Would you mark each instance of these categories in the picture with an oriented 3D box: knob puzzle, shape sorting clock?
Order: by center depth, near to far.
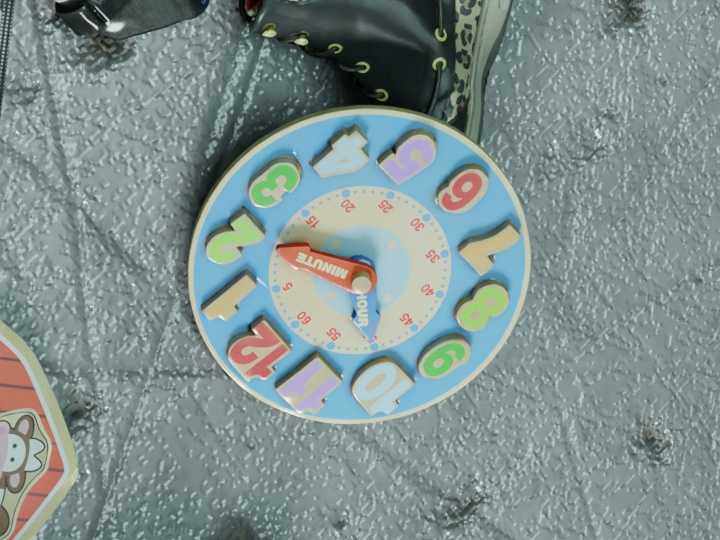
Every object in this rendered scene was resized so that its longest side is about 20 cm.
[{"bbox_3d":[-0.239,0.102,1.576,0.219,0.030,0.220,-5,100,-32],"label":"knob puzzle"},{"bbox_3d":[0.000,0.000,1.668,0.200,0.039,0.200,-2,118,-4],"label":"shape sorting clock"}]

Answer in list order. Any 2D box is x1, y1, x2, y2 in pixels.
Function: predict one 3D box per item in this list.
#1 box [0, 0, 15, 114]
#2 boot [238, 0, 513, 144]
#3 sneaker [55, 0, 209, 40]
[{"bbox_3d":[-0.268,-0.086,1.512,0.160,0.044,0.200,8,89,-33],"label":"box"},{"bbox_3d":[-0.003,-0.116,1.675,0.153,0.073,0.204,12,99,-25],"label":"boot"},{"bbox_3d":[-0.097,-0.206,1.602,0.200,0.073,0.112,-39,119,-13],"label":"sneaker"}]
